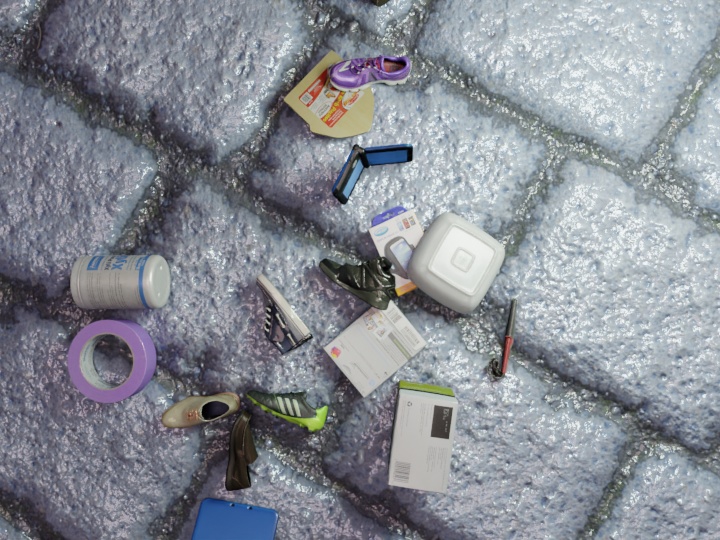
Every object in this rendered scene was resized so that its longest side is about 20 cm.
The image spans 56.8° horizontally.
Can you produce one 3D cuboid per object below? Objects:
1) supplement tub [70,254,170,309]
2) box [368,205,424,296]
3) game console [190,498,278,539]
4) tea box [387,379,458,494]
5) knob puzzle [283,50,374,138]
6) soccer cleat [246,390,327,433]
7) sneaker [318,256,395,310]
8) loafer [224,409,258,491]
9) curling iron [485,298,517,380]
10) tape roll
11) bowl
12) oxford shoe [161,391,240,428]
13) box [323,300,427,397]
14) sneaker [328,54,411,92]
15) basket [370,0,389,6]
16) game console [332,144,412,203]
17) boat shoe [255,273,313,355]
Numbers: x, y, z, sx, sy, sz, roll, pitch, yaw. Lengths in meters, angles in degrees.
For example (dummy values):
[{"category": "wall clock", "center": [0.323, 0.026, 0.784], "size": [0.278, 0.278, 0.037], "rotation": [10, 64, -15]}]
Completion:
[{"category": "supplement tub", "center": [-0.572, 0.028, 1.603], "size": [0.199, 0.132, 0.133], "rotation": [0, 89, 3]}, {"category": "box", "center": [0.103, -0.053, 1.597], "size": [0.118, 0.041, 0.201], "rotation": [-25, 90, 4]}, {"category": "game console", "center": [-0.308, 0.673, 1.629], "size": [0.199, 0.119, 0.172], "rotation": [9, 121, 5]}, {"category": "tea box", "center": [0.137, 0.368, 1.509], "size": [0.133, 0.197, 0.201], "rotation": [8, 89, 4]}, {"category": "knob puzzle", "center": [-0.054, -0.402, 1.613], "size": [0.218, 0.030, 0.221], "rotation": [1, 82, -8]}, {"category": "soccer cleat", "center": [-0.175, 0.322, 1.607], "size": [0.199, 0.068, 0.081], "rotation": [23, 73, 4]}, {"category": "sneaker", "center": [0.000, 0.000, 1.570], "size": [0.199, 0.076, 0.115], "rotation": [29, 96, 23]}, {"category": "loafer", "center": [-0.279, 0.434, 1.610], "size": [0.071, 0.073, 0.201], "rotation": [8, 98, -1]}, {"category": "curling iron", "center": [0.342, 0.163, 1.580], "size": [0.049, 0.026, 0.201], "rotation": [17, 90, 2]}, {"category": "tape roll", "center": [-0.609, 0.220, 1.636], "size": [0.199, 0.066, 0.202], "rotation": [0, 90, 4]}, {"category": "bowl", "center": [0.227, -0.021, 1.544], "size": [0.199, 0.075, 0.201], "rotation": [32, 82, -3]}, {"category": "oxford shoe", "center": [-0.395, 0.339, 1.612], "size": [0.199, 0.074, 0.071], "rotation": [-18, 88, 4]}, {"category": "box", "center": [0.036, 0.180, 1.598], "size": [0.200, 0.041, 0.156], "rotation": [-41, 86, 2]}, {"category": "sneaker", "center": [0.023, -0.480, 1.575], "size": [0.199, 0.083, 0.081], "rotation": [-11, 85, -5]}, {"category": "basket", "center": [0.013, -0.739, 1.571], "size": [0.180, 0.136, 0.200], "rotation": [-44, 90, 6]}, {"category": "game console", "center": [0.030, -0.216, 1.517], "size": [0.118, 0.200, 0.171], "rotation": [27, 92, 5]}, {"category": "boat shoe", "center": [-0.208, 0.109, 1.599], "size": [0.093, 0.075, 0.200], "rotation": [-39, 87, -5]}]
